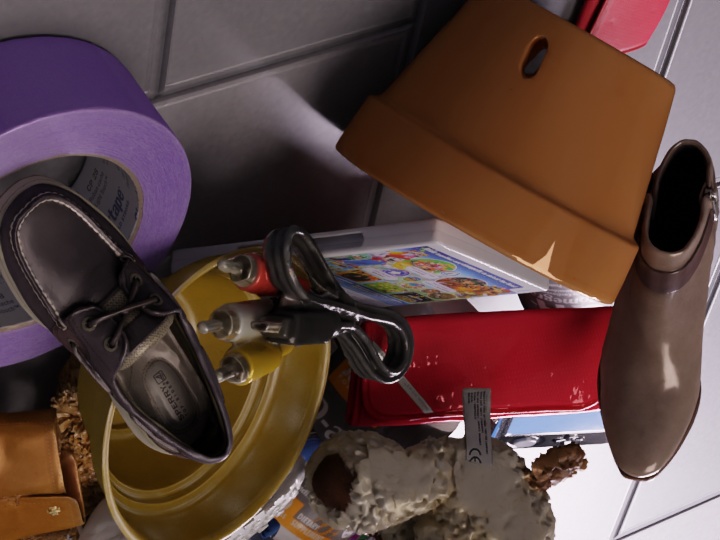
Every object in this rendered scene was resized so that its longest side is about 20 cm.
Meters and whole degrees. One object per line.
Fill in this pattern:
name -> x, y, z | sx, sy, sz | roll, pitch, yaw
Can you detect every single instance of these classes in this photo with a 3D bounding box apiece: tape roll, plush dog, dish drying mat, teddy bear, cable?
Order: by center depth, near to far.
tape roll -> -0.198, -0.035, 1.312 | 0.200, 0.066, 0.200 | -25, 147, -18
cable -> -0.030, 0.023, 1.418 | 0.200, 0.050, 0.097 | 6, 90, -62
dish drying mat -> 0.195, -0.219, 1.509 | 0.077, 0.018, 0.200 | -14, 141, -35
plush dog -> 0.062, 0.179, 1.535 | 0.160, 0.200, 0.172 | -34, 171, -24
teddy bear -> -0.178, 0.133, 1.547 | 0.145, 0.067, 0.200 | -1, 134, -48
dish drying mat -> 0.086, 0.065, 1.559 | 0.199, 0.018, 0.077 | -2, 108, -26

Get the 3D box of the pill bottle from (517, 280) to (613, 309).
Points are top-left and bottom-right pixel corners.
pill bottle -> 0.159, -0.012, 1.652 | 0.111, 0.111, 0.200 | -35, 148, -4

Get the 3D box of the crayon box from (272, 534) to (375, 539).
crayon box -> -0.036, 0.227, 1.681 | 0.200, 0.118, 0.058 | -30, 131, -72

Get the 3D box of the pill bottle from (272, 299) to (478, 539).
pill bottle -> 0.001, 0.098, 1.632 | 0.200, 0.116, 0.116 | -47, 147, 15

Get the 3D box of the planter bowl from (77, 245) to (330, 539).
planter bowl -> -0.114, 0.067, 1.426 | 0.200, 0.083, 0.201 | -30, 132, -41

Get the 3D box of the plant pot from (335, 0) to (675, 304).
plant pot -> 0.103, -0.088, 1.444 | 0.200, 0.200, 0.140 | 20, 100, -54

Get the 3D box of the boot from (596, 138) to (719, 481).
boot -> 0.195, 0.019, 1.506 | 0.070, 0.200, 0.146 | 6, 152, 6

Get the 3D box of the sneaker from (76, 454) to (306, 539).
sneaker -> -0.127, 0.167, 1.508 | 0.200, 0.081, 0.076 | -34, 164, -3

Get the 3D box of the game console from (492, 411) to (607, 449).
game console -> 0.132, 0.141, 1.709 | 0.172, 0.119, 0.200 | -2, 159, -6

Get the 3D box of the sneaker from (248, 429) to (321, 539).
sneaker -> -0.104, 0.165, 1.569 | 0.200, 0.085, 0.077 | -49, 169, 10

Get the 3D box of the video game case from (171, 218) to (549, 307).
video game case -> 0.000, 0.000, 1.480 | 0.200, 0.018, 0.143 | -6, 164, 32

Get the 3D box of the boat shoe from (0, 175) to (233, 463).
boat shoe -> -0.129, 0.030, 1.277 | 0.072, 0.065, 0.200 | -43, 123, -19

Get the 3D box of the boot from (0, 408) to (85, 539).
boot -> -0.248, 0.167, 1.477 | 0.144, 0.071, 0.202 | -1, 133, -6
